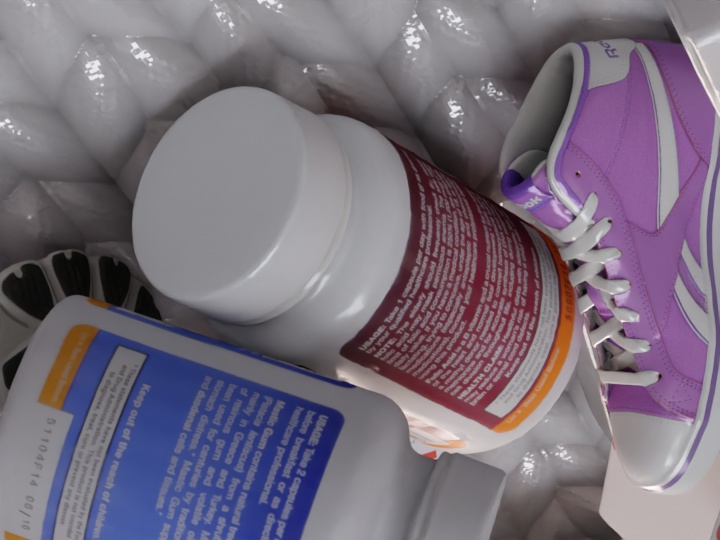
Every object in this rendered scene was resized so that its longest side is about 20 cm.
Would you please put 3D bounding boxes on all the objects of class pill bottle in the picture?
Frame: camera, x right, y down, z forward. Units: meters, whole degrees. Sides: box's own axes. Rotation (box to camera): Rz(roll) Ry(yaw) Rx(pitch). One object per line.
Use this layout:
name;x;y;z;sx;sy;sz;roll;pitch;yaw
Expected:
pill bottle;-0.046;0.091;1.151;0.199;0.112;0.112;19;141;6
pill bottle;0.000;0.000;1.222;0.114;0.114;0.200;-36;142;22

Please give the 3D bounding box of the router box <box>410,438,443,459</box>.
router box;-0.049;0.130;1.428;0.199;0.049;0.180;-15;144;-5

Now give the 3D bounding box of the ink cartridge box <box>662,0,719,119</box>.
ink cartridge box;0.201;-0.159;1.074;0.200;0.146;0.084;-24;146;8

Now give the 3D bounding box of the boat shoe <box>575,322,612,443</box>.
boat shoe;0.138;0.025;1.373;0.062;0.072;0.200;-39;151;-13

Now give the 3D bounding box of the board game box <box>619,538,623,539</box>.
board game box;0.131;0.197;1.578;0.199;0.026;0.200;-19;159;-1

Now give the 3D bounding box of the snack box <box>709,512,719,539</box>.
snack box;0.220;0.047;1.257;0.072;0.024;0.201;15;99;-40

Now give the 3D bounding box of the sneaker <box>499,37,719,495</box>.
sneaker;0.105;-0.002;1.225;0.114;0.201;0.073;3;176;-33

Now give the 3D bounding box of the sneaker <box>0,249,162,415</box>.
sneaker;-0.177;0.039;1.236;0.200;0.081;0.083;-8;178;-36

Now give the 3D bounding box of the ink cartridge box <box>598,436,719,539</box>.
ink cartridge box;0.221;0.057;1.364;0.200;0.083;0.147;-32;150;-23
